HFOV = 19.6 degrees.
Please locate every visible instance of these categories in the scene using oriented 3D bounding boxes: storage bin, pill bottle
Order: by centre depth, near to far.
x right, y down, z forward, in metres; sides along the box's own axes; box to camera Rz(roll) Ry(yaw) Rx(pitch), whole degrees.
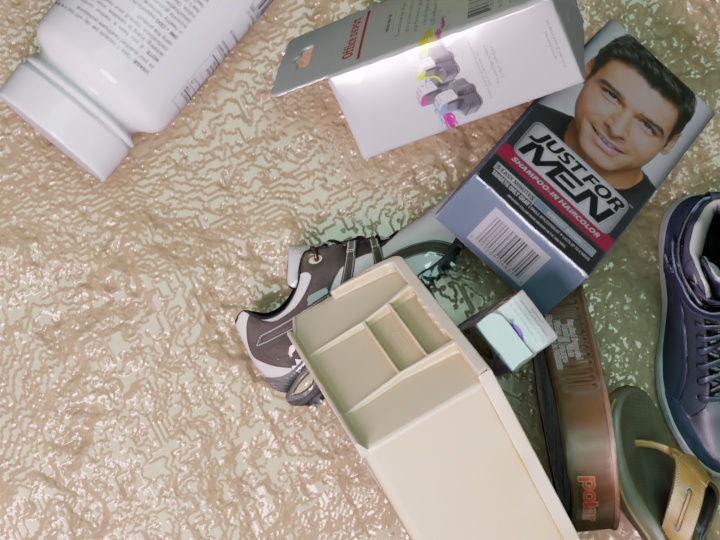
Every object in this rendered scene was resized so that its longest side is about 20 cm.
[{"bbox_3d":[0.053,0.120,1.342,0.094,0.199,0.200,-31,118,-2],"label":"storage bin"},{"bbox_3d":[-0.148,-0.167,1.428,0.113,0.113,0.200,39,85,0],"label":"pill bottle"}]

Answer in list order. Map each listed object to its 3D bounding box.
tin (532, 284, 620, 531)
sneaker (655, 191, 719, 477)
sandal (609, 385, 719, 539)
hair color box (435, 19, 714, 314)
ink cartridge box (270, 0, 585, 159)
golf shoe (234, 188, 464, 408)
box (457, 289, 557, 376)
[{"bbox_3d":[0.141,0.088,1.395,0.042,0.200,0.112,-3,126,-2],"label":"tin"},{"bbox_3d":[0.249,0.044,1.422,0.077,0.146,0.202,-8,88,-5],"label":"sneaker"},{"bbox_3d":[0.223,0.169,1.440,0.054,0.080,0.200,-20,92,33],"label":"sandal"},{"bbox_3d":[0.148,-0.073,1.412,0.099,0.061,0.200,42,50,-1],"label":"hair color box"},{"bbox_3d":[0.048,-0.143,1.416,0.200,0.115,0.068,-18,113,15],"label":"ink cartridge box"},{"bbox_3d":[0.000,0.000,1.444,0.200,0.078,0.094,-45,89,-6],"label":"golf shoe"},{"bbox_3d":[0.087,0.047,1.383,0.039,0.200,0.041,-36,89,-8],"label":"box"}]
